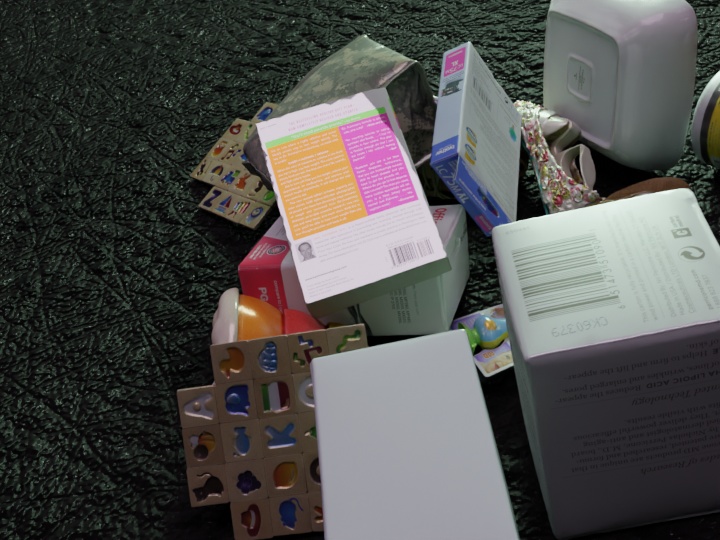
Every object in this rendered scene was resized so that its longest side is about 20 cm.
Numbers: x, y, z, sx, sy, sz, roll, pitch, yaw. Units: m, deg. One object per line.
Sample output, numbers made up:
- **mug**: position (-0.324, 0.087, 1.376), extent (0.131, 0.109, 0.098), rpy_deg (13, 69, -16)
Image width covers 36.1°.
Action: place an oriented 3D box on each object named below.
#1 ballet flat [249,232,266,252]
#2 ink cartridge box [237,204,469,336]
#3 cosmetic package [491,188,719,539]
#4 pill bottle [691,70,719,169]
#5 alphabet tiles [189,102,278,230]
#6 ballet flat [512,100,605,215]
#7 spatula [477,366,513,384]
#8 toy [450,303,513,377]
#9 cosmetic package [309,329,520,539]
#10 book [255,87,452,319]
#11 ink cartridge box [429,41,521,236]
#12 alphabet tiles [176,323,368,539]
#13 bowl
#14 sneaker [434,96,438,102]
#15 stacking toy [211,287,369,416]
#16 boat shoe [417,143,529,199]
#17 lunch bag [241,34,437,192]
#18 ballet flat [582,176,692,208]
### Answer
- **ballet flat**: position (-0.032, -0.048, 1.206), extent (0.199, 0.073, 0.073), rpy_deg (-5, 39, 14)
- **ink cartridge box**: position (0.000, 0.000, 1.096), extent (0.199, 0.085, 0.145), rpy_deg (-2, 24, 16)
- **cosmetic package**: position (0.205, 0.074, 0.865), extent (0.164, 0.200, 0.165), rpy_deg (-12, 37, 5)
- **pill bottle**: position (0.449, -0.134, 1.118), extent (0.111, 0.112, 0.200), rpy_deg (-38, 44, -27)
- **alphabet tiles**: position (-0.130, -0.134, 1.343), extent (0.167, 0.008, 0.200), rpy_deg (-53, 37, -12)
- **ballet flat**: position (0.218, -0.123, 1.196), extent (0.064, 0.075, 0.201), rpy_deg (-40, 45, 30)
- **spatula**: position (0.078, 0.120, 0.997), extent (0.200, 0.021, 0.056), rpy_deg (-32, 39, -22)
- **toy**: position (0.185, 0.027, 1.038), extent (0.199, 0.047, 0.115), rpy_deg (-22, 26, -7)
- **cosmetic package**: position (0.046, 0.186, 0.776), extent (0.122, 0.200, 0.200), rpy_deg (-13, 39, 3)
- **book**: position (-0.009, -0.068, 1.021), extent (0.133, 0.048, 0.201), rpy_deg (-19, 60, 3)
- **ink cartridge box**: position (0.120, -0.124, 1.125), extent (0.042, 0.119, 0.201), rpy_deg (-20, 43, 28)
- **alphabet tiles**: position (-0.051, 0.136, 0.924), extent (0.199, 0.167, 0.006), rpy_deg (-8, 0, 4)
- **bowl**: position (0.267, -0.215, 1.201), extent (0.074, 0.201, 0.200), rpy_deg (-18, 36, -21)
- **sneaker**: position (0.016, -0.167, 1.356), extent (0.199, 0.075, 0.100), rpy_deg (-12, 12, 10)
- **stacking toy**: position (-0.039, 0.094, 1.014), extent (0.199, 0.147, 0.146), rpy_deg (4, 37, -7)
- **boat shoe**: position (0.095, -0.119, 1.250), extent (0.199, 0.076, 0.074), rpy_deg (-13, 41, 4)
- **lunch bag**: position (-0.023, -0.144, 1.185), extent (0.200, 0.118, 0.164), rpy_deg (-36, 29, -5)
- **ballet flat**: position (0.246, -0.042, 1.094), extent (0.199, 0.068, 0.072), rpy_deg (-16, 5, -3)
